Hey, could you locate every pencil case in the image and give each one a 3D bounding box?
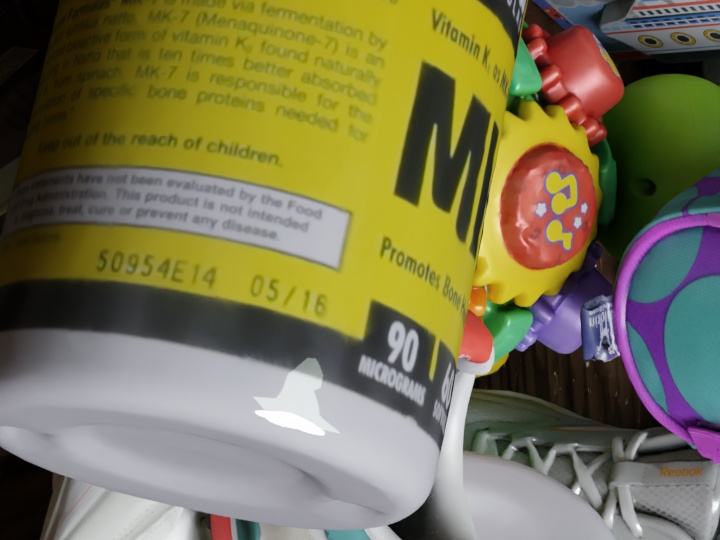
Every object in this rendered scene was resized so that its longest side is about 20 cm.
[{"bbox_3d":[0.162,-0.006,0.829,0.200,0.085,0.093,-27,131,-44],"label":"pencil case"}]

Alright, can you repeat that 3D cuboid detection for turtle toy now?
[{"bbox_3d":[0.045,-0.028,0.838,0.200,0.101,0.146,-8,104,-41],"label":"turtle toy"}]

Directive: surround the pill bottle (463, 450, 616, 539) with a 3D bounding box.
[{"bbox_3d":[0.024,0.162,0.821,0.112,0.112,0.200,-34,142,-33],"label":"pill bottle"}]

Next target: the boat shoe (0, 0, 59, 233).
[{"bbox_3d":[-0.112,-0.008,0.719,0.202,0.075,0.075,-40,129,-31],"label":"boat shoe"}]

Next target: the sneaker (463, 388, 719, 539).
[{"bbox_3d":[0.082,0.071,0.840,0.092,0.199,0.076,97,5,-68],"label":"sneaker"}]

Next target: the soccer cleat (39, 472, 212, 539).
[{"bbox_3d":[-0.058,0.082,0.753,0.069,0.077,0.201,45,53,-72],"label":"soccer cleat"}]

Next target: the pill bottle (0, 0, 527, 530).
[{"bbox_3d":[-0.020,-0.047,0.628,0.114,0.114,0.201,27,68,-42],"label":"pill bottle"}]

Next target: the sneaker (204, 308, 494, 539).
[{"bbox_3d":[0.000,0.000,0.708,0.070,0.093,0.200,-1,82,-39],"label":"sneaker"}]

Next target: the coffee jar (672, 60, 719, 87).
[{"bbox_3d":[0.160,-0.079,0.944,0.104,0.085,0.201,-3,101,-53],"label":"coffee jar"}]

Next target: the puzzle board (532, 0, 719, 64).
[{"bbox_3d":[0.113,-0.108,0.819,0.151,0.200,0.017,37,65,-40],"label":"puzzle board"}]
